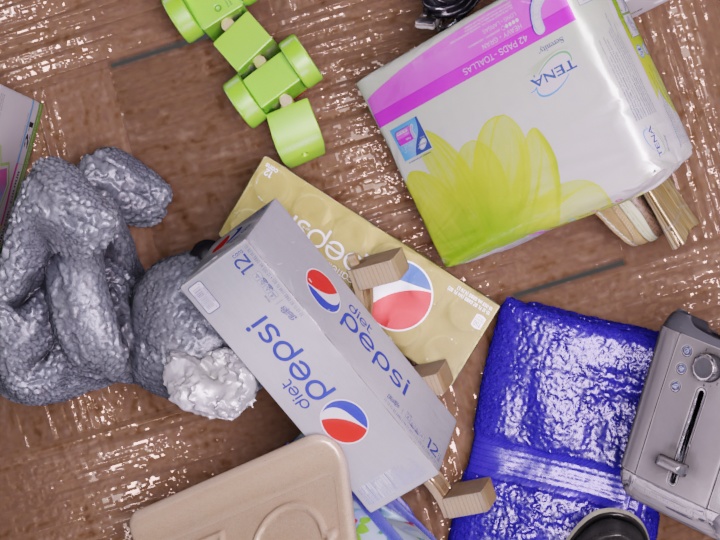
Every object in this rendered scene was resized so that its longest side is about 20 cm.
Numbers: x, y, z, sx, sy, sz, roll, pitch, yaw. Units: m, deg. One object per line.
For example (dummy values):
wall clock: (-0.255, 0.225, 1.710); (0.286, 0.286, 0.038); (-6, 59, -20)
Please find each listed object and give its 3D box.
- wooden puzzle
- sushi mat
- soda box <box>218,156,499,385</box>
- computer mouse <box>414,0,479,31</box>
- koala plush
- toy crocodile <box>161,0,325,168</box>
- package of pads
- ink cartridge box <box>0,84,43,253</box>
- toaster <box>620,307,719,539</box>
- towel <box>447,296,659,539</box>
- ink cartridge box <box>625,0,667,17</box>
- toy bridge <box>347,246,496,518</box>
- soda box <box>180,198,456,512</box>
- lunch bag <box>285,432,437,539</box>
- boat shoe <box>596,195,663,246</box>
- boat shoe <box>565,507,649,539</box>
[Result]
wooden puzzle: (-0.066, 0.230, 0.982); (0.184, 0.046, 0.202); (-26, 60, 28)
sushi mat: (0.178, -0.109, 1.065); (0.012, 0.096, 0.201); (-32, 87, 23)
soda box: (0.000, 0.000, 1.088); (0.199, 0.064, 0.068); (33, 92, 5)
computer mouse: (0.015, -0.250, 1.086); (0.199, 0.053, 0.139); (35, 54, 8)
koala plush: (-0.143, 0.035, 1.054); (0.198, 0.177, 0.186); (22, 102, 4)
toy crocodile: (-0.085, -0.167, 1.106); (0.067, 0.062, 0.201); (-35, 82, 3)
package of pads: (0.108, -0.100, 1.019); (0.199, 0.068, 0.156); (-25, 92, 43)
ink cartridge box: (-0.299, -0.067, 1.043); (0.075, 0.200, 0.150); (15, 90, 4)
toaster: (0.258, 0.111, 1.023); (0.113, 0.199, 0.130); (24, 94, 36)
towel: (0.150, 0.131, 1.082); (0.146, 0.050, 0.202); (12, 89, 3)
ink cartridge box: (0.186, -0.292, 1.073); (0.144, 0.084, 0.202); (-26, 87, 3)
toy bridge: (0.030, 0.080, 1.048); (0.067, 0.027, 0.202); (-15, 106, 26)
soda box: (-0.024, 0.056, 0.994); (0.063, 0.068, 0.200); (-34, 103, 27)
lunch bag: (-0.027, 0.230, 1.057); (0.170, 0.127, 0.200); (-49, 57, 1)
boat shoe: (0.136, -0.090, 1.087); (0.076, 0.072, 0.201); (-40, 80, 19)
boat shoe: (0.152, 0.260, 1.040); (0.073, 0.063, 0.203); (19, 109, 4)
